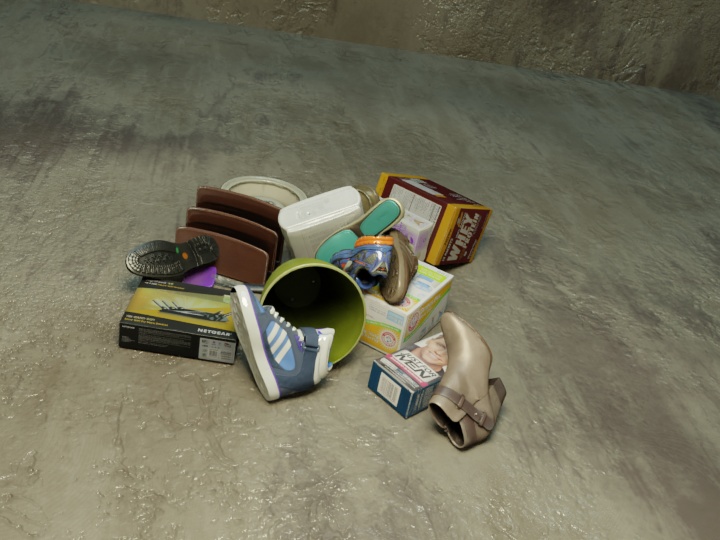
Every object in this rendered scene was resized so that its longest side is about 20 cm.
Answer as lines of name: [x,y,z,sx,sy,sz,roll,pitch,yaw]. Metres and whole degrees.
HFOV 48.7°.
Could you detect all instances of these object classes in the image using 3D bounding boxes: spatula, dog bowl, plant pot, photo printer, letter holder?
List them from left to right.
letter holder: [-0.259,-0.074,1.596,0.198,0.143,0.101,17,30,8]
spatula: [-0.245,0.025,1.551,0.198,0.021,0.057,10,47,-9]
dog bowl: [-0.220,-0.138,1.792,0.198,0.074,0.201,9,29,-5]
plant pot: [-0.100,0.051,1.427,0.185,0.189,0.200,4,16,-14]
photo printer: [-0.067,-0.070,1.590,0.165,0.200,0.070,-20,59,-3]

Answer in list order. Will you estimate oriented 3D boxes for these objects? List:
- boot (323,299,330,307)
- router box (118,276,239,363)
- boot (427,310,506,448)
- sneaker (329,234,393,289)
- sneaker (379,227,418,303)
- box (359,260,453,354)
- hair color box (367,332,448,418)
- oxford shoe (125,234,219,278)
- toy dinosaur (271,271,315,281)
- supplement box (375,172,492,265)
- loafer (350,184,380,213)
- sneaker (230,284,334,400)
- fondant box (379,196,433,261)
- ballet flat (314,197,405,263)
boot: [0.000,0.000,1.563,0.072,0.145,0.200,26,34,21]
router box: [-0.305,0.084,1.398,0.198,0.053,0.158,9,29,-5]
boot: [0.158,0.182,1.299,0.146,0.070,0.201,-34,88,-40]
sneaker: [-0.003,-0.001,1.426,0.075,0.200,0.079,5,71,-20]
sneaker: [0.080,-0.008,1.475,0.075,0.071,0.201,24,34,-21]
box: [0.080,0.067,1.517,0.112,0.102,0.200,25,32,23]
hair color box: [0.119,0.175,1.388,0.199,0.061,0.100,-17,41,-41]
oxford shoe: [-0.363,-0.015,1.492,0.084,0.073,0.199,-23,-9,37]
toy dinosaur: [-0.070,0.001,1.564,0.199,0.101,0.058,-22,61,-7]
supplement box: [0.152,-0.116,1.780,0.199,0.134,0.197,29,18,28]
loafer: [-0.046,-0.125,1.657,0.199,0.077,0.067,-12,19,38]
sneaker: [-0.118,0.100,1.301,0.146,0.202,0.080,-21,8,-24]
fondant box: [0.046,-0.070,1.697,0.199,0.145,0.058,28,32,27]
ballet flat: [0.001,-0.069,1.509,0.199,0.070,0.070,-33,30,11]
